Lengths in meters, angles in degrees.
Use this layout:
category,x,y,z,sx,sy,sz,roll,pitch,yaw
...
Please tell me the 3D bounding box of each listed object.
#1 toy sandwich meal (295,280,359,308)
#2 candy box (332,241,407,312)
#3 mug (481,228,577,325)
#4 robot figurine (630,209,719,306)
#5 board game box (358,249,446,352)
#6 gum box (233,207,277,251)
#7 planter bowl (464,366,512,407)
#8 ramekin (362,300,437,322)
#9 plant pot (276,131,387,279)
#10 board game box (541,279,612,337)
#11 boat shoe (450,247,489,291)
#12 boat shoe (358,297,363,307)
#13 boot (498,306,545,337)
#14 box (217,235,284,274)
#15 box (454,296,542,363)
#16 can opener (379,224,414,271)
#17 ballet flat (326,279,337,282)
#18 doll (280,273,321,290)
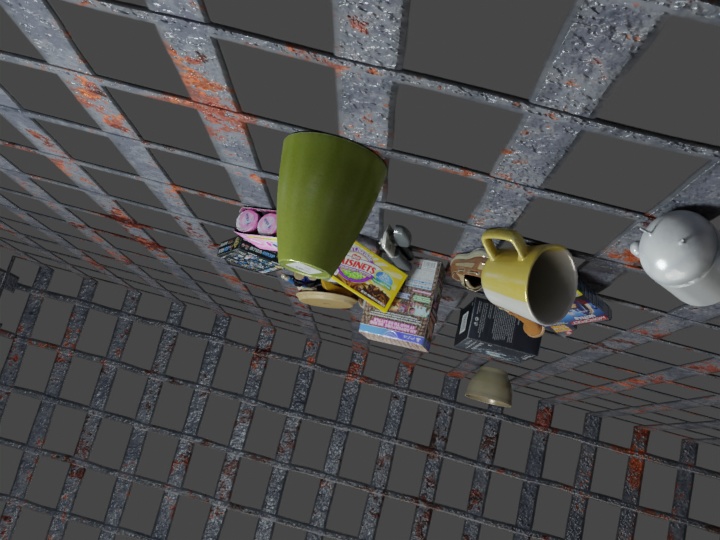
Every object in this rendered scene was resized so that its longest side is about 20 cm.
category,x,y,z,sx,sy,sz,roll,pitch,yaw
toy sandwich meal,-0.091,0.064,2.119,0.201,0.072,0.205,6,168,1
candy box,0.000,0.000,1.629,0.198,0.103,0.026,32,174,-6
mug,0.314,0.001,1.390,0.147,0.190,0.152,-15,-165,-32
robot figurine,0.493,-0.018,1.077,0.198,0.115,0.168,26,167,-39
board game box,0.102,0.072,1.693,0.157,0.204,0.097,11,168,18
gum box,-0.184,-0.089,1.656,0.197,0.067,0.113,8,166,28
planter bowl,0.547,0.481,3.010,0.197,0.137,0.200,14,166,4
ramekin,0.110,0.067,1.850,0.196,0.107,0.200,13,172,2
plant pot,-0.066,-0.096,1.202,0.184,0.204,0.187,14,167,3
board game box,0.442,0.075,1.580,0.199,0.063,0.198,33,150,-33
boat shoe,0.239,0.005,1.550,0.074,0.073,0.200,17,167,-8
boat shoe,0.092,0.088,2.077,0.196,0.073,0.068,8,161,4
boot,0.390,0.096,1.763,0.152,0.075,0.201,14,155,-1
box,-0.300,-0.043,2.020,0.157,0.047,0.199,22,165,-25
box,0.376,0.168,1.968,0.196,0.120,0.197,14,167,0
can opener,0.088,-0.044,1.564,0.065,0.054,0.200,11,166,18
ballet flat,-0.106,-0.015,1.879,0.196,0.068,0.064,11,159,17
doll,-0.170,0.024,2.139,0.134,0.049,0.200,4,167,-5
